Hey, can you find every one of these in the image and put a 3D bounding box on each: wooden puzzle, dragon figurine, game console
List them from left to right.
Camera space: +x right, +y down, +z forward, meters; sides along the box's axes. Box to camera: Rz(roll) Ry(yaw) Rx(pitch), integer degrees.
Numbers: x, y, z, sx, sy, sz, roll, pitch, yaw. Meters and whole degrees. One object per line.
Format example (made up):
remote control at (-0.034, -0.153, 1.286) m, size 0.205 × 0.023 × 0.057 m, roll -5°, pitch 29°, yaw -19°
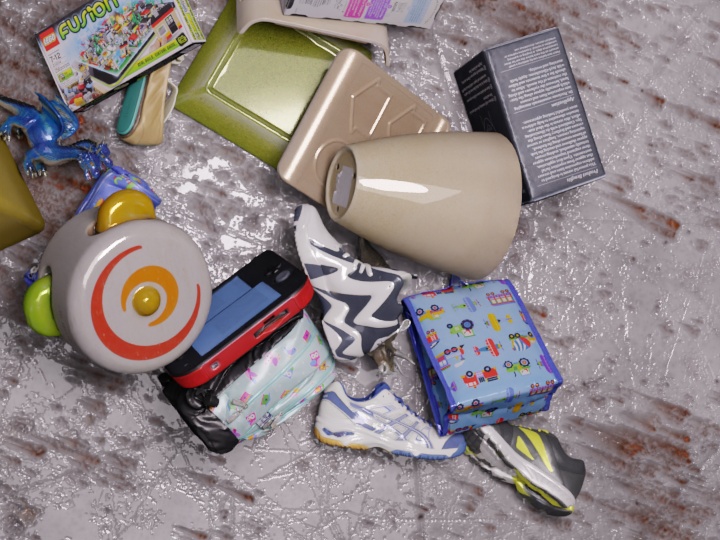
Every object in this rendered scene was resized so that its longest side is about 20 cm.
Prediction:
dragon figurine at (-0.383, -0.181, 1.637) m, size 0.099 × 0.059 × 0.200 m, roll -36°, pitch 83°, yaw 14°
game console at (-0.161, 0.054, 1.634) m, size 0.200 × 0.177 × 0.031 m, roll -37°, pitch 118°, yaw -10°
wooden puzzle at (0.001, -0.158, 1.713) m, size 0.200 × 0.046 × 0.186 m, roll 31°, pitch 85°, yaw -36°

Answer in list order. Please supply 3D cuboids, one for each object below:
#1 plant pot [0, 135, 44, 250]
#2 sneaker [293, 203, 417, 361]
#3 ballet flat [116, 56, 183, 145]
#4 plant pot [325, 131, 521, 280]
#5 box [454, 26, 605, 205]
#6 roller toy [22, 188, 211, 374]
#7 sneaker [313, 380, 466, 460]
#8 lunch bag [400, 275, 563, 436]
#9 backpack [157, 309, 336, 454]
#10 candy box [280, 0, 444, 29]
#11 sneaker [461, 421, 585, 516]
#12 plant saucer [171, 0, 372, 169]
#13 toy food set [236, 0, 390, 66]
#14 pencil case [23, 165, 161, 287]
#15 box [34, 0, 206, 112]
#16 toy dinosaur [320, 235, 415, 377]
plant pot at (-0.504, -0.103, 1.572) m, size 0.199 × 0.176 × 0.201 m, roll -26°, pitch 93°, yaw -11°
sneaker at (0.000, 0.000, 1.649) m, size 0.129 × 0.079 × 0.200 m, roll -19°, pitch 80°, yaw 1°
ballet flat at (-0.257, -0.253, 1.693) m, size 0.063 × 0.069 × 0.201 m, roll 16°, pitch 87°, yaw -38°
plant pot at (0.066, -0.092, 1.651) m, size 0.199 × 0.187 × 0.188 m, roll 7°, pitch 86°, yaw -26°
box at (0.215, -0.190, 1.727) m, size 0.107 × 0.148 × 0.201 m, roll -18°, pitch 91°, yaw -11°
roller toy at (-0.272, 0.020, 1.571) m, size 0.182 × 0.140 × 0.200 m, roll 37°, pitch 82°, yaw -35°
sneaker at (0.044, 0.190, 1.716) m, size 0.199 × 0.075 × 0.089 m, roll 10°, pitch 85°, yaw -11°
lunch bag at (0.147, 0.091, 1.717) m, size 0.150 × 0.094 × 0.201 m, roll -11°, pitch 62°, yaw -14°
backpack at (-0.132, 0.130, 1.655) m, size 0.200 × 0.167 × 0.127 m, roll -38°, pitch 116°, yaw -12°
candy box at (-0.008, -0.391, 1.678) m, size 0.199 × 0.072 × 0.168 m, roll 2°, pitch 53°, yaw -21°
sneaker at (0.209, 0.235, 1.757) m, size 0.200 × 0.074 × 0.085 m, roll 41°, pitch 56°, yaw -2°
plant saucer at (-0.109, -0.250, 1.719) m, size 0.199 × 0.048 × 0.201 m, roll 30°, pitch 82°, yaw -8°
toy food set at (-0.059, -0.332, 1.697) m, size 0.199 × 0.060 × 0.144 m, roll 9°, pitch 51°, yaw -16°
pencil case at (-0.333, -0.037, 1.649) m, size 0.078 × 0.087 × 0.200 m, roll 30°, pitch 79°, yaw 35°
box at (-0.295, -0.283, 1.636) m, size 0.199 × 0.035 × 0.110 m, roll -25°, pitch 91°, yaw 24°
toy dinosaur at (0.007, 0.037, 1.727) m, size 0.102 × 0.077 × 0.201 m, roll 3°, pitch 82°, yaw -22°
